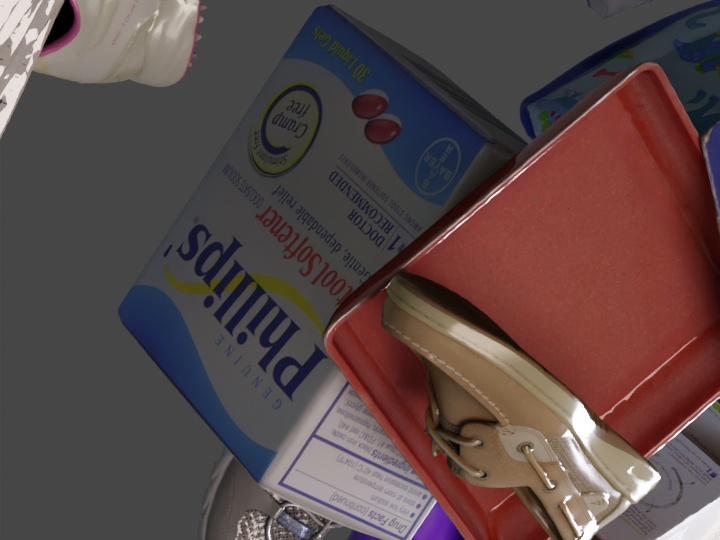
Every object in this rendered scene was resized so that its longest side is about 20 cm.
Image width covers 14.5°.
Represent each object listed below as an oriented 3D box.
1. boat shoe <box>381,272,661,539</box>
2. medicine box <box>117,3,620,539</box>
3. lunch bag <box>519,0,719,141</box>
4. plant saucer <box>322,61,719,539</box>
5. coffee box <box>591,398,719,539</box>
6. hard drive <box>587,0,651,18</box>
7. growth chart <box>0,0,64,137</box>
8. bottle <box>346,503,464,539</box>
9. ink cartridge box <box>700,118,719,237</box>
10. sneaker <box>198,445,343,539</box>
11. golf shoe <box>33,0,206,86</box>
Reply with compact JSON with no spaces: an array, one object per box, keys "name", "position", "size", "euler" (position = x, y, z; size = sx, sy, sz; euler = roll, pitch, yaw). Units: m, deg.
[{"name":"boat shoe","position":[0.065,0.070,1.283],"size":[0.065,0.071,0.200],"euler":[-48,132,1]},{"name":"medicine box","position":[0.000,0.000,1.415],"size":[0.103,0.182,0.200],"euler":[28,100,-38]},{"name":"lunch bag","position":[0.216,-0.064,1.516],"size":[0.200,0.170,0.128],"euler":[-33,131,-13]},{"name":"plant saucer","position":[0.092,0.021,1.341],"size":[0.200,0.037,0.200],"euler":[-40,130,-5]},{"name":"coffee box","position":[0.155,0.133,1.590],"size":[0.200,0.080,0.113],"euler":[-26,153,-45]},{"name":"hard drive","position":[0.206,-0.226,1.509],"size":[0.199,0.025,0.132],"euler":[-21,126,-19]},{"name":"growth chart","position":[-0.198,-0.103,1.268],"size":[0.144,0.018,0.201],"euler":[14,106,-37]},{"name":"bottle","position":[0.057,0.120,1.595],"size":[0.200,0.065,0.084],"euler":[-47,136,2]},{"name":"ink cartridge box","position":[0.257,-0.026,1.394],"size":[0.196,0.043,0.200],"euler":[-38,128,-31]},{"name":"sneaker","position":[-0.014,0.101,1.530],"size":[0.075,0.082,0.200],"euler":[29,100,-39]},{"name":"golf shoe","position":[-0.117,-0.174,1.315],"size":[0.091,0.075,0.201],"euler":[-7,119,-24]}]
